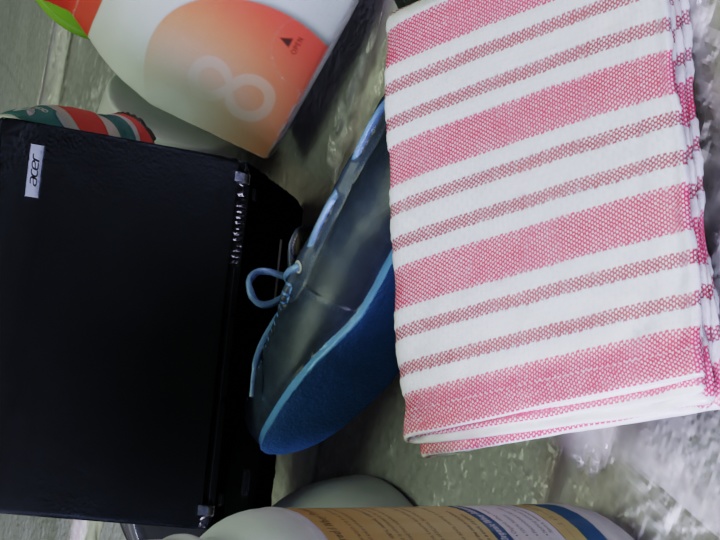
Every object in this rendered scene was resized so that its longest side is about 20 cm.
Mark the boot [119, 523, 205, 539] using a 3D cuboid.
[{"bbox_3d":[-0.164,0.085,0.961,0.174,0.069,0.201,-29,68,39],"label":"boot"}]

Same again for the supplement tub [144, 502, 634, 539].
[{"bbox_3d":[0.008,0.161,0.650,0.144,0.199,0.146,-13,76,60],"label":"supplement tub"}]

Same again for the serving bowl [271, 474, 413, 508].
[{"bbox_3d":[-0.026,0.201,0.848,0.200,0.065,0.202,-15,73,60],"label":"serving bowl"}]

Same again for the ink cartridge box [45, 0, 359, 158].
[{"bbox_3d":[-0.101,-0.164,0.893,0.050,0.199,0.163,-80,17,-46],"label":"ink cartridge box"}]

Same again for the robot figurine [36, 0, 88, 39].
[{"bbox_3d":[-0.140,-0.201,1.025,0.200,0.115,0.177,-15,94,70],"label":"robot figurine"}]

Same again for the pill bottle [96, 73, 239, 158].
[{"bbox_3d":[-0.137,-0.015,1.024,0.113,0.112,0.201,60,137,45],"label":"pill bottle"}]

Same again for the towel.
[{"bbox_3d":[0.073,-0.033,0.691,0.146,0.030,0.202,-15,70,39],"label":"towel"}]

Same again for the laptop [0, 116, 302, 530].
[{"bbox_3d":[-0.105,0.034,0.856,0.200,0.102,0.179,32,-117,-78],"label":"laptop"}]

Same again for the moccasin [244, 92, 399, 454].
[{"bbox_3d":[0.000,0.000,0.819,0.068,0.080,0.201,50,120,30],"label":"moccasin"}]

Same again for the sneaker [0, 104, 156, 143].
[{"bbox_3d":[-0.158,0.015,0.851,0.070,0.093,0.202,5,87,42],"label":"sneaker"}]

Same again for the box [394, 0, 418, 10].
[{"bbox_3d":[0.056,-0.223,0.767,0.201,0.043,0.161,-62,37,37],"label":"box"}]
